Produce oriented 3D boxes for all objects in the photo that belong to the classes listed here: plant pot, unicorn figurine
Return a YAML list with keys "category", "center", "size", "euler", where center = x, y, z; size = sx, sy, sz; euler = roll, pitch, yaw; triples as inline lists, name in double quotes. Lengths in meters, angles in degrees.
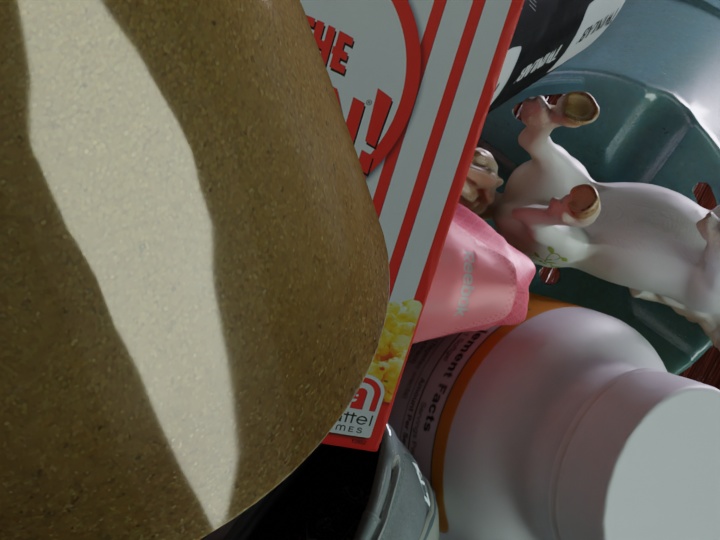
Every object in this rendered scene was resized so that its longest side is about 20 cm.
- category: "plant pot"
  center: [-0.095, -0.061, 0.483]
  size: [0.186, 0.186, 0.200]
  euler: [-50, 147, -36]
- category: "unicorn figurine"
  center: [0.121, -0.005, 0.882]
  size: [0.074, 0.200, 0.137]
  euler: [-55, 172, -20]
- category: "plant pot"
  center: [0.116, -0.037, 1.040]
  size: [0.201, 0.200, 0.196]
  euler: [-69, 170, 20]

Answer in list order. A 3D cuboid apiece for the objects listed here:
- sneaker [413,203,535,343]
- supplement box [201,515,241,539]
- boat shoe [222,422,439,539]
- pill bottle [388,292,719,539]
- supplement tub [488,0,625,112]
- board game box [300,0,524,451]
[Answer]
- category: "sneaker"
  center: [0.000, 0.000, 0.849]
  size: [0.200, 0.087, 0.074]
  euler: [-159, -102, -68]
- category: "supplement box"
  center: [-0.107, 0.122, 0.825]
  size: [0.200, 0.103, 0.101]
  euler: [-46, 157, -48]
- category: "boat shoe"
  center: [-0.043, 0.130, 0.762]
  size: [0.201, 0.070, 0.072]
  euler: [-54, 143, -28]
- category: "pill bottle"
  center: [0.053, 0.063, 0.873]
  size: [0.111, 0.200, 0.111]
  euler: [-11, 107, -38]
- category: "supplement tub"
  center: [0.015, -0.109, 0.802]
  size: [0.200, 0.122, 0.123]
  euler: [-37, 150, -58]
- category: "board game box"
  center: [-0.043, -0.047, 0.676]
  size: [0.046, 0.151, 0.201]
  euler: [-101, -157, -57]
